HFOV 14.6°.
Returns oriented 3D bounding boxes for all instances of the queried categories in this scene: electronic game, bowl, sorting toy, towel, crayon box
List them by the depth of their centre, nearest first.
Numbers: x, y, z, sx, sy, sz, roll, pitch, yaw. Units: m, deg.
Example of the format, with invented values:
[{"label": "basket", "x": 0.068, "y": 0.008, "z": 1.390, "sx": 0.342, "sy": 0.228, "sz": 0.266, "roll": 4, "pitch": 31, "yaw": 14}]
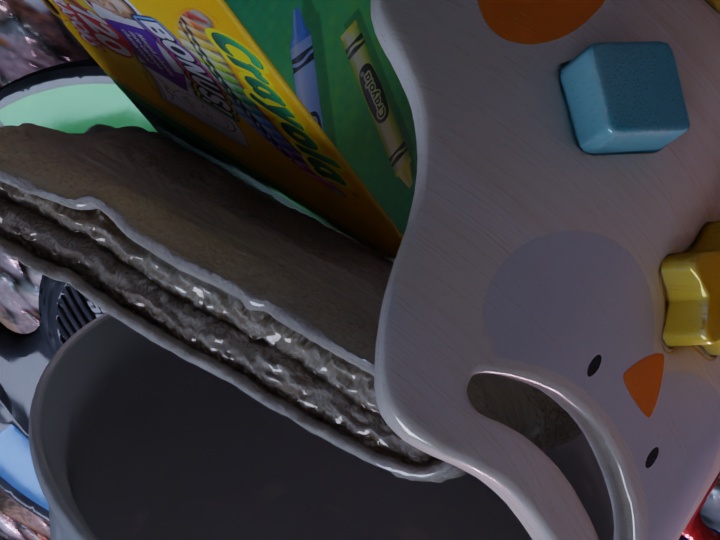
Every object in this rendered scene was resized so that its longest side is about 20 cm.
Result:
[{"label": "sorting toy", "x": 0.070, "y": 0.011, "z": 0.798, "sx": 0.107, "sy": 0.180, "sz": 0.200, "roll": -2, "pitch": 136, "yaw": 38}, {"label": "crayon box", "x": -0.041, "y": -0.086, "z": 0.870, "sx": 0.119, "sy": 0.058, "sz": 0.200, "roll": 26, "pitch": 166, "yaw": 33}, {"label": "towel", "x": -0.030, "y": 0.004, "z": 0.871, "sx": 0.200, "sy": 0.034, "sz": 0.133, "roll": 29, "pitch": -166, "yaw": 20}, {"label": "bowl", "x": -0.013, "y": 0.094, "z": 0.886, "sx": 0.201, "sy": 0.201, "sz": 0.090, "roll": 25, "pitch": 122, "yaw": 14}, {"label": "electronic game", "x": -0.085, "y": 0.017, "z": 1.072, "sx": 0.200, "sy": 0.042, "sz": 0.200, "roll": 7, "pitch": 111, "yaw": 18}]

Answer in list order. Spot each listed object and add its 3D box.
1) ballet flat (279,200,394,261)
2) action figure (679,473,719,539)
[{"label": "ballet flat", "x": 0.000, "y": 0.000, "z": 0.983, "sx": 0.200, "sy": 0.074, "sz": 0.074, "roll": 13, "pitch": 152, "yaw": 7}, {"label": "action figure", "x": 0.164, "y": 0.125, "z": 1.083, "sx": 0.065, "sy": 0.052, "sz": 0.200, "roll": 12, "pitch": 153, "yaw": 46}]
